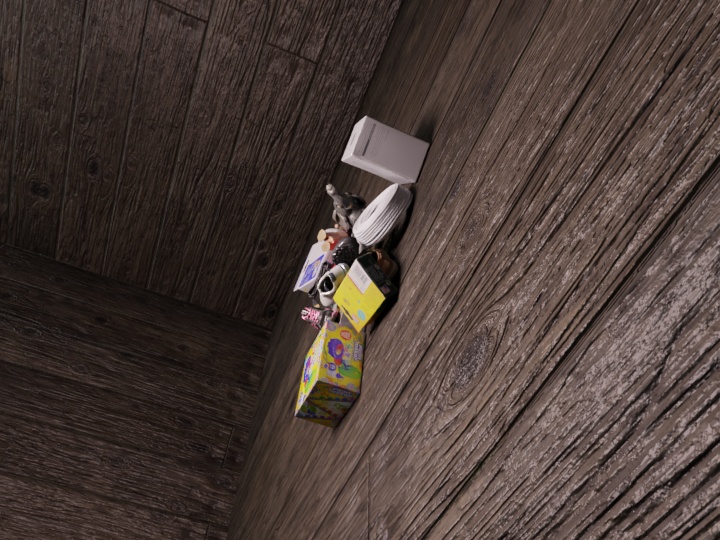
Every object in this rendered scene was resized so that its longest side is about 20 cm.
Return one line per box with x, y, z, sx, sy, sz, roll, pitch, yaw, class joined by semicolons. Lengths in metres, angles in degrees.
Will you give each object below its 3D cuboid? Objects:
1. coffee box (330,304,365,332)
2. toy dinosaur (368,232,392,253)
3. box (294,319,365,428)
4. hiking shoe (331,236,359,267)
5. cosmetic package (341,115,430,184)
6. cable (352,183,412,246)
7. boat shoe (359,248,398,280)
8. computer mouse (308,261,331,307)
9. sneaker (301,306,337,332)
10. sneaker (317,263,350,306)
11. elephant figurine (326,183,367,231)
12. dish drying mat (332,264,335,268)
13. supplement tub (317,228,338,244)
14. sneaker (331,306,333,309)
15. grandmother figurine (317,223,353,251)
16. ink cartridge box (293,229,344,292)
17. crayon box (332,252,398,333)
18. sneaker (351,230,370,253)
-0.044;0.154;1.700;0.200;0.079;0.115;131;156;-61;coffee box
0.053;-0.041;1.645;0.088;0.047;0.202;-12;58;60;toy dinosaur
-0.080;0.282;1.565;0.201;0.121;0.193;-83;18;-46;box
-0.040;-0.058;1.593;0.200;0.075;0.102;105;173;-64;hiking shoe
0.069;-0.341;1.658;0.199;0.199;0.124;-144;77;-78;cosmetic package
0.062;-0.158;1.617;0.200;0.069;0.200;-49;13;10;cable
0.034;-0.029;1.545;0.076;0.072;0.200;-59;25;-1;boat shoe
-0.111;0.055;1.738;0.141;0.046;0.200;-66;29;7;computer mouse
-0.126;0.138;1.672;0.200;0.095;0.080;170;120;-75;sneaker
-0.090;0.045;1.599;0.073;0.070;0.200;58;149;19;sneaker
-0.030;-0.198;1.850;0.155;0.199;0.142;-50;3;45;elephant figurine
-0.070;-0.019;1.831;0.201;0.018;0.077;-60;-2;31;dish drying mat
-0.100;-0.035;2.106;0.146;0.144;0.201;128;158;-58;supplement tub
-0.081;0.088;1.853;0.074;0.118;0.201;-57;4;-38;sneaker
-0.045;-0.101;1.894;0.060;0.199;0.122;-18;86;46;grandmother figurine
-0.143;-0.025;1.970;0.200;0.047;0.199;-31;35;60;ink cartridge box
0.008;0.062;1.493;0.051;0.127;0.200;-27;-17;-35;crayon box
0.010;-0.056;1.744;0.076;0.090;0.202;30;-107;-69;sneaker
